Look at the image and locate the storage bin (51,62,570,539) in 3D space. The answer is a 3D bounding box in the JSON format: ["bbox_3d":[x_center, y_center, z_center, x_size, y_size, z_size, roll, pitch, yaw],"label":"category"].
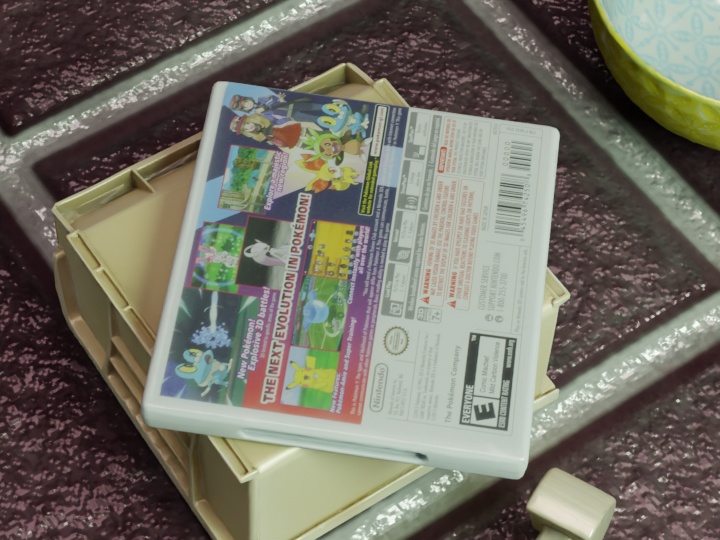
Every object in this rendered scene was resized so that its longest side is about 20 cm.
[{"bbox_3d":[-0.030,0.017,1.033,0.199,0.094,0.199,-28,61,-20],"label":"storage bin"}]

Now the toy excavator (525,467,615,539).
[{"bbox_3d":[0.044,0.194,0.916,0.100,0.200,0.195,26,102,13],"label":"toy excavator"}]

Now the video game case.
[{"bbox_3d":[0.000,0.000,0.976,0.181,0.023,0.201,8,56,2],"label":"video game case"}]

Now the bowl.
[{"bbox_3d":[0.220,-0.134,1.141,0.199,0.108,0.201,2,56,-3],"label":"bowl"}]
